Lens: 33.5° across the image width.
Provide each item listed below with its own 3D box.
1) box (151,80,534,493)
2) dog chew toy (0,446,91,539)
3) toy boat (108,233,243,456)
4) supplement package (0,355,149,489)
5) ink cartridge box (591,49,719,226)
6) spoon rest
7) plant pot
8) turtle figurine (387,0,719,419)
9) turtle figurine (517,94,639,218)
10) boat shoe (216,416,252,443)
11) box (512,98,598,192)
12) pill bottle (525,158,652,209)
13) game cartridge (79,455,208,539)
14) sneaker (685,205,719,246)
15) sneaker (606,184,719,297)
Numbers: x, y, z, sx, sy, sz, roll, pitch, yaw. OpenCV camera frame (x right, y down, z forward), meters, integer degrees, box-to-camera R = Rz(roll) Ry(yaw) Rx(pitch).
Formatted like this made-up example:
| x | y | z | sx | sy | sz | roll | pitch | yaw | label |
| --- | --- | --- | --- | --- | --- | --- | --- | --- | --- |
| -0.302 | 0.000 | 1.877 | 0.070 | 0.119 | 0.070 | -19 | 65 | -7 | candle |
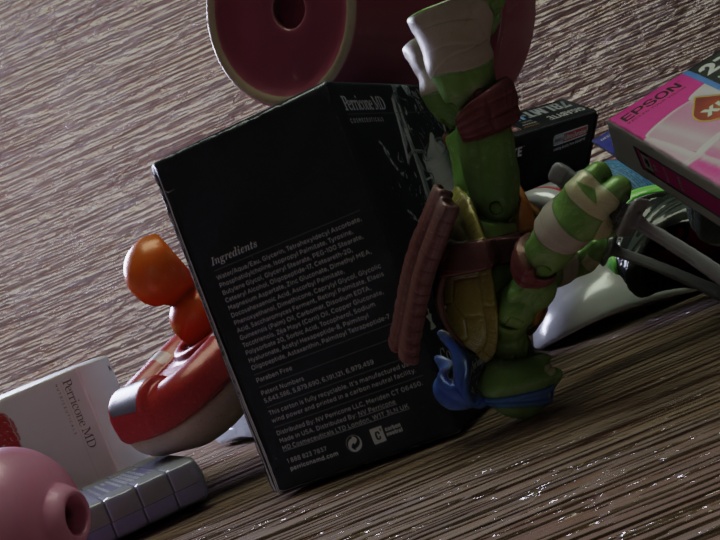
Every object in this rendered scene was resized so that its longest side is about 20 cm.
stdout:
| x | y | z | sx | sy | sz | roll | pitch | yaw | label |
| --- | --- | --- | --- | --- | --- | --- | --- | --- | --- |
| 0.000 | 0.000 | 0.724 | 0.123 | 0.198 | 0.200 | -23 | 0 | 21 | box |
| -0.225 | 0.139 | 0.598 | 0.199 | 0.125 | 0.124 | -14 | 2 | 18 | dog chew toy |
| -0.117 | 0.028 | 0.859 | 0.130 | 0.131 | 0.200 | -22 | 22 | 50 | toy boat |
| -0.296 | 0.168 | 1.020 | 0.199 | 0.122 | 0.120 | -23 | 0 | 0 | supplement package |
| 0.187 | -0.070 | 0.577 | 0.094 | 0.037 | 0.200 | -32 | 24 | -1 | ink cartridge box |
| 0.201 | 0.001 | 0.812 | 0.200 | 0.061 | 0.099 | -38 | -8 | 25 | spoon rest |
| -0.004 | -0.185 | 0.846 | 0.199 | 0.201 | 0.179 | -23 | -4 | 37 | plant pot |
| 0.101 | -0.039 | 0.572 | 0.199 | 0.195 | 0.144 | -19 | -1 | 33 | turtle figurine |
| 0.116 | -0.043 | 0.855 | 0.101 | 0.150 | 0.200 | -50 | -16 | -2 | turtle figurine |
| -0.094 | 0.121 | 1.104 | 0.071 | 0.073 | 0.200 | -12 | 5 | -26 | boat shoe |
| 0.134 | -0.044 | 1.108 | 0.050 | 0.200 | 0.199 | 27 | 33 | 35 | box |
| 0.220 | -0.041 | 1.084 | 0.199 | 0.109 | 0.108 | -22 | -1 | -43 | pill bottle |
| -0.176 | 0.165 | 0.814 | 0.129 | 0.039 | 0.200 | -18 | -2 | -18 | game cartridge |
| 0.222 | -0.040 | 0.624 | 0.080 | 0.071 | 0.201 | -10 | 28 | -2 | sneaker |
| 0.245 | -0.024 | 0.712 | 0.199 | 0.077 | 0.084 | -18 | 32 | 17 | sneaker |
